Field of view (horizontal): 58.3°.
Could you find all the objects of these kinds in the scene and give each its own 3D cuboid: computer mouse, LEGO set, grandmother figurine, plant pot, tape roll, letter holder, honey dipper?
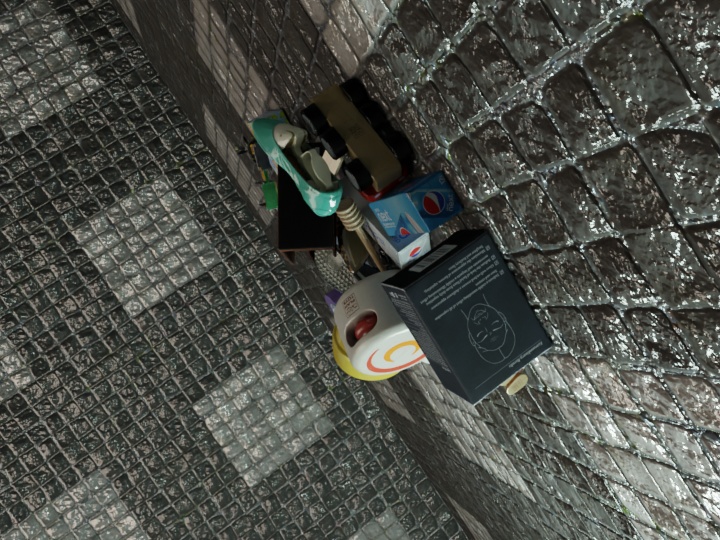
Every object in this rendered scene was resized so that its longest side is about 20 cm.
[{"bbox_3d":[0.022,-0.071,1.388,0.059,0.034,0.200,35,157,58],"label":"computer mouse"},{"bbox_3d":[-0.179,-0.221,1.436,0.116,0.154,0.200,23,135,67],"label":"LEGO set"},{"bbox_3d":[0.210,0.137,1.139,0.200,0.061,0.121,46,172,50],"label":"grandmother figurine"},{"bbox_3d":[0.027,0.135,1.582,0.201,0.201,0.189,47,151,38],"label":"plant pot"},{"bbox_3d":[-0.023,0.137,2.026,0.200,0.085,0.200,52,169,15],"label":"tape roll"},{"bbox_3d":[-0.094,-0.119,1.211,0.142,0.100,0.200,76,-168,-77],"label":"letter holder"},{"bbox_3d":[0.016,-0.046,1.152,0.038,0.038,0.200,41,168,52],"label":"honey dipper"}]

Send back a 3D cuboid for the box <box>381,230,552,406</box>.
[{"bbox_3d":[0.152,0.064,0.936,0.200,0.148,0.107,58,169,-11],"label":"box"}]

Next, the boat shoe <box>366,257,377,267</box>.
[{"bbox_3d":[-0.011,-0.038,1.524,0.200,0.074,0.065,67,-164,9],"label":"boat shoe"}]

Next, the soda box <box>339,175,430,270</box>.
[{"bbox_3d":[0.039,-0.098,1.153,0.200,0.068,0.063,50,169,30],"label":"soda box"}]

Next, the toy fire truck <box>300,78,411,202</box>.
[{"bbox_3d":[-0.017,-0.176,1.044,0.176,0.129,0.200,53,174,14],"label":"toy fire truck"}]

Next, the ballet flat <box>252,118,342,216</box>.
[{"bbox_3d":[-0.091,-0.177,0.994,0.200,0.067,0.070,53,140,11],"label":"ballet flat"}]

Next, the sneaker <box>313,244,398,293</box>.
[{"bbox_3d":[-0.001,0.002,1.351,0.202,0.077,0.146,45,-151,7],"label":"sneaker"}]

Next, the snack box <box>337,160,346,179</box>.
[{"bbox_3d":[-0.039,-0.211,1.265,0.072,0.024,0.200,54,169,16],"label":"snack box"}]

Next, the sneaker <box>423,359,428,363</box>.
[{"bbox_3d":[0.133,0.133,1.401,0.200,0.078,0.099,60,164,-25],"label":"sneaker"}]

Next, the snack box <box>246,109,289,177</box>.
[{"bbox_3d":[-0.185,-0.284,1.560,0.200,0.068,0.169,62,168,-19],"label":"snack box"}]

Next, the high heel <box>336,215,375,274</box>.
[{"bbox_3d":[-0.025,-0.050,1.257,0.143,0.071,0.200,126,152,-50],"label":"high heel"}]

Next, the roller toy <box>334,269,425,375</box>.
[{"bbox_3d":[0.050,0.090,1.175,0.200,0.182,0.140,86,164,-58],"label":"roller toy"}]

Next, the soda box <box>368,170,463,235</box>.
[{"bbox_3d":[0.080,-0.099,0.994,0.068,0.064,0.200,58,169,-9],"label":"soda box"}]
